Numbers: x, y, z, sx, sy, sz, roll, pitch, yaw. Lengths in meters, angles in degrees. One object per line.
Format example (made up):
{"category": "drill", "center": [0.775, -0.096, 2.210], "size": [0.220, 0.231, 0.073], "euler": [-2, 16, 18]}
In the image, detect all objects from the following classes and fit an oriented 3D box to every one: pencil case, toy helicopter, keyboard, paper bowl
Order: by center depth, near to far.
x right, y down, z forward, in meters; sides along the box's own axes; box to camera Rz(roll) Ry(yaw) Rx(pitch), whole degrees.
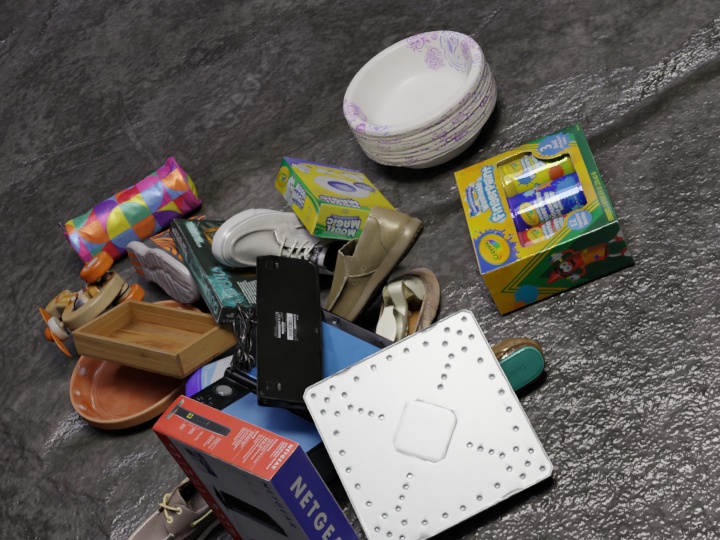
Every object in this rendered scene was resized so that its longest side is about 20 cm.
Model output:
{"category": "keyboard", "center": [-0.095, 0.070, 1.605], "size": [0.103, 0.040, 0.201], "euler": [10, 49, -15]}
{"category": "paper bowl", "center": [0.085, -0.214, 1.920], "size": [0.199, 0.105, 0.202], "euler": [-17, 40, 15]}
{"category": "toy helicopter", "center": [-0.381, 0.052, 1.938], "size": [0.133, 0.079, 0.200], "euler": [-51, 21, -22]}
{"category": "pencil case", "center": [-0.325, -0.079, 2.053], "size": [0.199, 0.089, 0.089], "euler": [-30, 38, -2]}

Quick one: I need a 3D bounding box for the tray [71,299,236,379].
{"category": "tray", "center": [-0.253, 0.083, 1.784], "size": [0.199, 0.037, 0.098], "euler": [7, 30, 42]}

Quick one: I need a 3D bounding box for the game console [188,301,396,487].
{"category": "game console", "center": [-0.077, 0.126, 1.582], "size": [0.199, 0.120, 0.172], "euler": [24, 28, 24]}

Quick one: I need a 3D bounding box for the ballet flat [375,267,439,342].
{"category": "ballet flat", "center": [0.048, 0.053, 1.678], "size": [0.068, 0.067, 0.201], "euler": [-11, 42, 22]}

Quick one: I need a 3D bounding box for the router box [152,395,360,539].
{"category": "router box", "center": [-0.098, 0.228, 1.471], "size": [0.179, 0.201, 0.049], "euler": [16, 55, 42]}

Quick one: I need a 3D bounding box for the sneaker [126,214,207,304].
{"category": "sneaker", "center": [-0.225, -0.025, 1.910], "size": [0.112, 0.078, 0.200], "euler": [-31, 29, -21]}

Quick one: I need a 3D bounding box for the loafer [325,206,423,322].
{"category": "loafer", "center": [0.000, 0.000, 1.701], "size": [0.200, 0.067, 0.076], "euler": [-53, -6, 28]}

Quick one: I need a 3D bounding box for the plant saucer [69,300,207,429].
{"category": "plant saucer", "center": [-0.274, 0.122, 1.839], "size": [0.199, 0.032, 0.201], "euler": [-19, 39, 16]}

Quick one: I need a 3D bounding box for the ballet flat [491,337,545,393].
{"category": "ballet flat", "center": [0.106, 0.131, 1.567], "size": [0.199, 0.068, 0.072], "euler": [-34, 18, -5]}

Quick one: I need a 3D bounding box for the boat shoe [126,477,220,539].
{"category": "boat shoe", "center": [-0.186, 0.261, 1.605], "size": [0.199, 0.060, 0.072], "euler": [-33, 39, -4]}

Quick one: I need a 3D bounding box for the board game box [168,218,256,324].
{"category": "board game box", "center": [-0.148, 0.000, 1.818], "size": [0.134, 0.028, 0.200], "euler": [2, 33, -29]}

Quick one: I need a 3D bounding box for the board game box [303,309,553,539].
{"category": "board game box", "center": [0.068, 0.169, 1.497], "size": [0.199, 0.026, 0.201], "euler": [-27, 66, -1]}

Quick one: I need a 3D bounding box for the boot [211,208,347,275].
{"category": "boot", "center": [-0.079, -0.032, 1.790], "size": [0.199, 0.074, 0.095], "euler": [-11, 26, -40]}

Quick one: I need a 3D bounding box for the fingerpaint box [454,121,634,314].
{"category": "fingerpaint box", "center": [0.210, -0.065, 1.699], "size": [0.166, 0.074, 0.201], "euler": [-21, 39, 11]}

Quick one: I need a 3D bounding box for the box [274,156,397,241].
{"category": "box", "center": [-0.026, -0.081, 1.819], "size": [0.116, 0.049, 0.200], "euler": [9, 22, -24]}

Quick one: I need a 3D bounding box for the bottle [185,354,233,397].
{"category": "bottle", "center": [-0.106, 0.126, 1.698], "size": [0.199, 0.065, 0.084], "euler": [-21, 45, 12]}
